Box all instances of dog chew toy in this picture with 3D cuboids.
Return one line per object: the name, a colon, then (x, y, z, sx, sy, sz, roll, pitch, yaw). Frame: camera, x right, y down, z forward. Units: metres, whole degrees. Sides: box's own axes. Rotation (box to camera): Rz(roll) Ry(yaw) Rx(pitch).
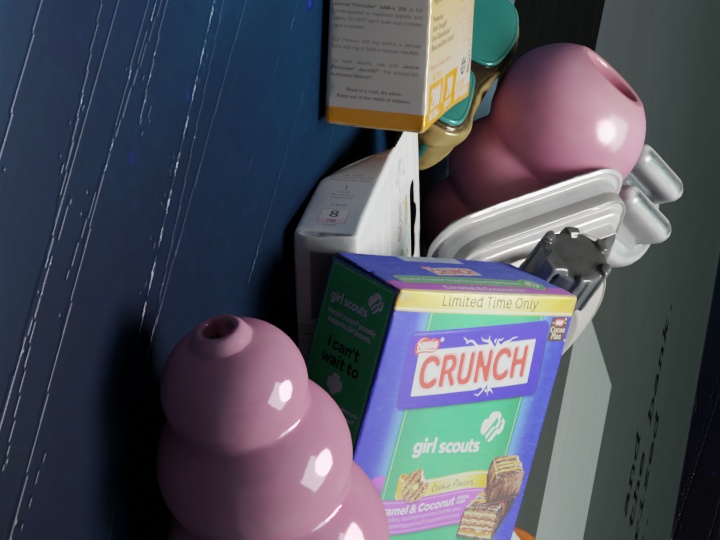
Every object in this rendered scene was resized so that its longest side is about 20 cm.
dog chew toy: (-0.055, 0.112, 1.208, 0.125, 0.124, 0.201, -64, 148, -49)
dog chew toy: (0.126, -0.081, 1.715, 0.200, 0.125, 0.124, -45, 174, 17)

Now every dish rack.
dish rack: (0.122, 0.016, 1.692, 0.044, 0.171, 0.200, 57, -26, 28)

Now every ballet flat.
ballet flat: (0.067, -0.145, 1.679, 0.063, 0.068, 0.200, -59, 180, 39)

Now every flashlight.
flashlight: (0.110, 0.049, 1.563, 0.200, 0.068, 0.068, -56, -159, 39)

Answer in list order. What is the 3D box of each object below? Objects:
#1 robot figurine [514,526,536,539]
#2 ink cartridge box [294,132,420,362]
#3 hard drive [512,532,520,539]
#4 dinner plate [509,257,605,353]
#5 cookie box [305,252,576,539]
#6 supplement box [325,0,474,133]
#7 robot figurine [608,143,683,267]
robot figurine: (0.126, 0.292, 1.963, 0.117, 0.143, 0.200, -55, 157, -11)
ink cartridge box: (0.000, 0.000, 1.520, 0.200, 0.057, 0.163, -73, 163, -59)
hard drive: (0.059, 0.178, 1.600, 0.200, 0.027, 0.132, 53, 22, -21)
dinner plate: (0.104, 0.059, 1.673, 0.024, 0.200, 0.200, 57, -4, 28)
cookie box: (0.039, 0.096, 1.438, 0.171, 0.075, 0.201, 2, 106, -43)
supplement box: (0.031, -0.204, 1.466, 0.126, 0.073, 0.201, -44, 138, -67)
robot figurine: (0.167, -0.054, 1.831, 0.113, 0.199, 0.170, 46, 55, -35)
